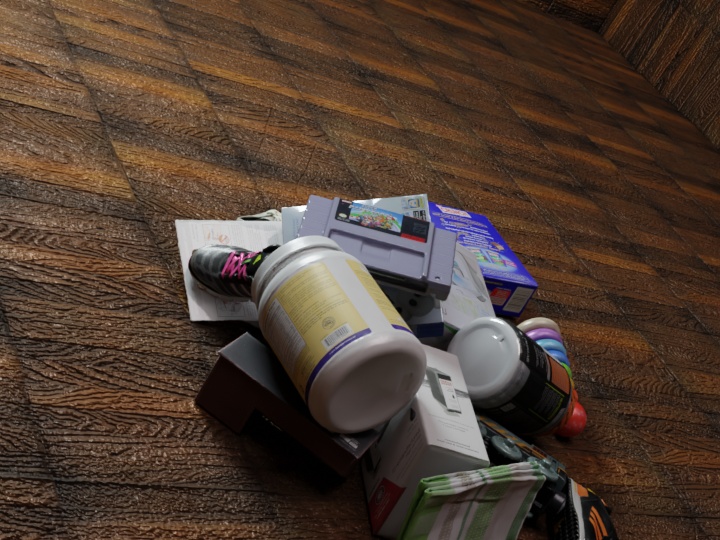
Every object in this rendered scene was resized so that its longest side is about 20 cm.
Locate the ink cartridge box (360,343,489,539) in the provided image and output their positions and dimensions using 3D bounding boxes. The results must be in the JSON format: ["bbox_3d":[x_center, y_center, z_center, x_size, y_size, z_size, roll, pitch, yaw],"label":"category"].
[{"bbox_3d":[0.066,0.201,1.448,0.083,0.147,0.200,19,27,-19],"label":"ink cartridge box"}]

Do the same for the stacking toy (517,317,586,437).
[{"bbox_3d":[0.288,0.167,1.838,0.085,0.085,0.200,16,36,-29],"label":"stacking toy"}]

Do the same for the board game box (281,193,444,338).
[{"bbox_3d":[0.000,0.000,1.608,0.198,0.043,0.201,-5,58,-1],"label":"board game box"}]

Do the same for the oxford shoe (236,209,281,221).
[{"bbox_3d":[-0.130,-0.060,1.799,0.075,0.058,0.200,35,23,16],"label":"oxford shoe"}]

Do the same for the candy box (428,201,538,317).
[{"bbox_3d":[0.173,-0.021,2.036,0.169,0.077,0.200,11,34,-34],"label":"candy box"}]

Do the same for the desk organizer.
[{"bbox_3d":[-0.086,0.169,1.418,0.200,0.077,0.072,36,26,10],"label":"desk organizer"}]

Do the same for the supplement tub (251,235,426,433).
[{"bbox_3d":[-0.030,0.069,1.399,0.145,0.146,0.200,7,34,-40],"label":"supplement tub"}]

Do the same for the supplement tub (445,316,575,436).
[{"bbox_3d":[0.209,0.151,1.674,0.200,0.122,0.123,37,14,-47],"label":"supplement tub"}]

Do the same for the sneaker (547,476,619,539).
[{"bbox_3d":[0.289,0.338,1.534,0.090,0.070,0.200,26,25,-7],"label":"sneaker"}]

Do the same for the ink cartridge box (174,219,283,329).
[{"bbox_3d":[-0.144,0.009,1.642,0.199,0.050,0.161,-2,58,-21],"label":"ink cartridge box"}]

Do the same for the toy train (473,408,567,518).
[{"bbox_3d":[0.177,0.242,1.580,0.200,0.085,0.114,32,12,7],"label":"toy train"}]

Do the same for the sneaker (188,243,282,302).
[{"bbox_3d":[-0.129,0.001,1.541,0.199,0.088,0.074,19,63,18],"label":"sneaker"}]

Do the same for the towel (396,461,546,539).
[{"bbox_3d":[0.114,0.286,1.348,0.199,0.150,0.031,0,25,-45],"label":"towel"}]

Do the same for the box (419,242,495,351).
[{"bbox_3d":[0.095,0.038,1.728,0.200,0.097,0.177,28,38,-46],"label":"box"}]

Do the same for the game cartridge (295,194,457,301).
[{"bbox_3d":[0.021,-0.033,1.541,0.199,0.038,0.130,15,39,-1],"label":"game cartridge"}]
